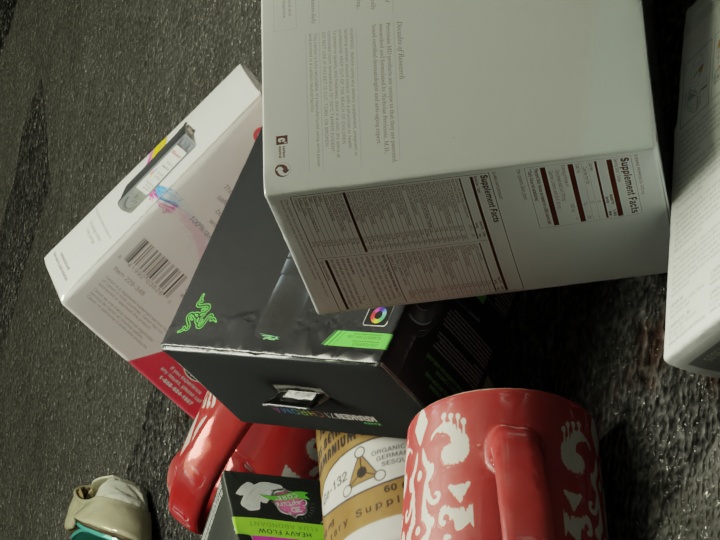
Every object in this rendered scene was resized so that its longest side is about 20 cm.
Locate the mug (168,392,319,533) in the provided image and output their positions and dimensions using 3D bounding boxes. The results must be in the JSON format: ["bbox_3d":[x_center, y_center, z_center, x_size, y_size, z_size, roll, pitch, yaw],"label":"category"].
[{"bbox_3d":[-0.037,0.090,1.834,0.178,0.133,0.201,-79,10,-61],"label":"mug"}]

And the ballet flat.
[{"bbox_3d":[-0.224,0.214,2.488,0.200,0.069,0.070,167,109,-71],"label":"ballet flat"}]

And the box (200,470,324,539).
[{"bbox_3d":[-0.018,0.239,1.719,0.201,0.148,0.125,-107,30,-51],"label":"box"}]

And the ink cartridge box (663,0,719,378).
[{"bbox_3d":[0.203,-0.066,1.352,0.162,0.050,0.201,133,149,-62],"label":"ink cartridge box"}]

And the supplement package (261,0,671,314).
[{"bbox_3d":[0.058,-0.101,1.471,0.147,0.198,0.192,67,-161,-62],"label":"supplement package"}]

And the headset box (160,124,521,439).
[{"bbox_3d":[0.000,0.000,1.623,0.173,0.093,0.201,4,60,40],"label":"headset box"}]

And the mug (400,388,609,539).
[{"bbox_3d":[0.090,0.167,1.482,0.177,0.133,0.201,-40,40,48],"label":"mug"}]

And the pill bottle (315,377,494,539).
[{"bbox_3d":[0.031,0.109,1.672,0.115,0.114,0.201,118,155,-47],"label":"pill bottle"}]

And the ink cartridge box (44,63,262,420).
[{"bbox_3d":[-0.098,-0.018,1.930,0.200,0.148,0.086,-44,26,3],"label":"ink cartridge box"}]
